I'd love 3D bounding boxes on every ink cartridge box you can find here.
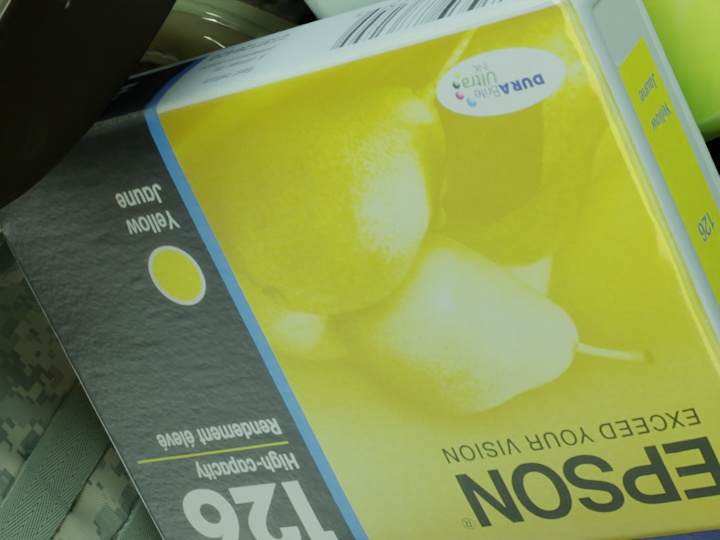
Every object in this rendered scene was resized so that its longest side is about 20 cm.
[{"bbox_3d":[0.017,0.030,0.633,0.197,0.047,0.200,-13,110,36],"label":"ink cartridge box"}]

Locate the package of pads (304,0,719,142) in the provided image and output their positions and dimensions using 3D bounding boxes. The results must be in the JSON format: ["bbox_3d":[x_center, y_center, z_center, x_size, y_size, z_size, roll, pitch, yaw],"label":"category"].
[{"bbox_3d":[0.072,-0.107,0.588,0.200,0.068,0.155,-25,113,34],"label":"package of pads"}]

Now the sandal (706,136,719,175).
[{"bbox_3d":[0.128,-0.017,0.645,0.075,0.048,0.200,39,131,-8],"label":"sandal"}]

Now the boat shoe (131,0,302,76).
[{"bbox_3d":[0.000,0.000,0.683,0.200,0.063,0.073,40,147,-2],"label":"boat shoe"}]

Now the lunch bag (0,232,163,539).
[{"bbox_3d":[-0.088,0.107,0.745,0.117,0.164,0.200,-21,115,34],"label":"lunch bag"}]

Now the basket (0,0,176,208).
[{"bbox_3d":[-0.143,-0.113,0.579,0.200,0.180,0.136,33,165,8],"label":"basket"}]
